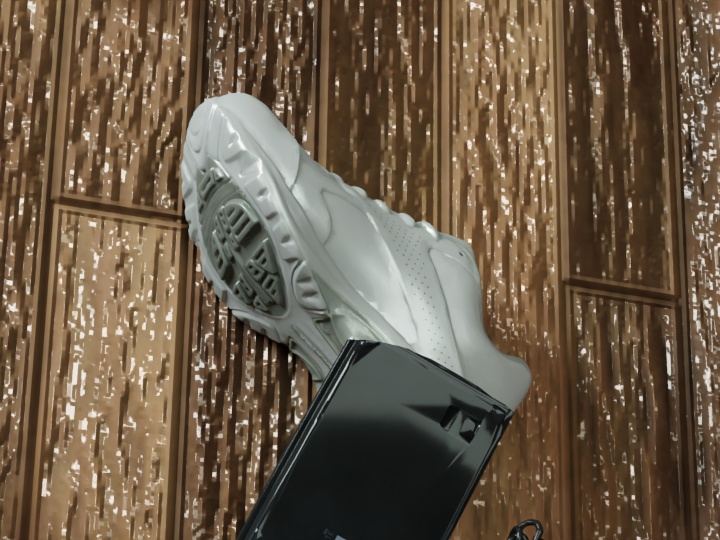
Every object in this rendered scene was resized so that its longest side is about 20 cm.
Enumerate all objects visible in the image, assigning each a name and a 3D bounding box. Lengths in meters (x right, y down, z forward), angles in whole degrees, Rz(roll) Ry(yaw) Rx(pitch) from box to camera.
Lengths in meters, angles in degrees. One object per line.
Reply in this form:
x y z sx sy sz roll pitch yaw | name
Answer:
0.005 0.138 0.894 0.126 0.021 0.201 30 84 -3 | keyboard
0.000 0.000 0.965 0.099 0.078 0.201 -37 94 -36 | sneaker
